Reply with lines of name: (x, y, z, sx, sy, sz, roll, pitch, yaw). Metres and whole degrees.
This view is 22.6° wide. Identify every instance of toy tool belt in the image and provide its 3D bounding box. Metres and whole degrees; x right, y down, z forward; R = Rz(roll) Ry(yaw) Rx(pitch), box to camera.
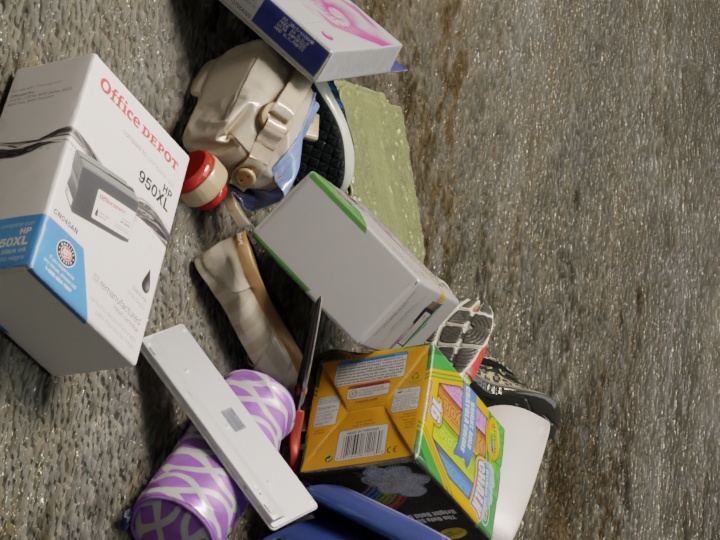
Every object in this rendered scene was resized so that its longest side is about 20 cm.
toy tool belt: (-0.093, -0.105, 1.604, 0.123, 0.124, 0.201, 50, 42, -32)

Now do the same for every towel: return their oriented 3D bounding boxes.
towel: (0.009, -0.099, 1.863, 0.148, 0.036, 0.201, 9, 67, -57)

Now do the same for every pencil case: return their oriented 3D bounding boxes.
pencil case: (-0.122, 0.169, 1.522, 0.200, 0.083, 0.086, -55, 162, -50)

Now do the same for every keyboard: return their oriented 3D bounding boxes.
keyboard: (-0.112, 0.127, 1.498, 0.056, 0.011, 0.200, -16, 63, -51)

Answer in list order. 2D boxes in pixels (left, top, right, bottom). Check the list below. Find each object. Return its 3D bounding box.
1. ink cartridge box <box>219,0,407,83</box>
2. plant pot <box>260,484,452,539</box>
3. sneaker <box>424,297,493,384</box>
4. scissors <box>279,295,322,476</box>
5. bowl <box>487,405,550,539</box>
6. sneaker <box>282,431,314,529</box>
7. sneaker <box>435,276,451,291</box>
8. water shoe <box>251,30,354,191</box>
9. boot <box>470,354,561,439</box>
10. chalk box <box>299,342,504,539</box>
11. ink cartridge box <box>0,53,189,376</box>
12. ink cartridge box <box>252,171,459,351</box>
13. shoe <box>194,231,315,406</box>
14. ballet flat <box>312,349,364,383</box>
ink cartridge box: (-0.058, -0.253, 1.666, 0.196, 0.043, 0.200, 42, 25, 14)
plant pot: (0.002, 0.310, 1.534, 0.180, 0.199, 0.200, -48, 131, -23)
sneaker: (0.080, 0.116, 1.819, 0.085, 0.077, 0.201, 81, 28, -53)
scissors: (-0.053, 0.120, 1.597, 0.073, 0.014, 0.201, -110, -147, -48)
bowl: (0.092, 0.231, 1.818, 0.074, 0.200, 0.200, 36, 43, -9)
sneaker: (-0.046, 0.198, 1.683, 0.088, 0.075, 0.200, 52, 35, -18)
sneaker: (0.068, 0.042, 1.910, 0.200, 0.081, 0.076, 22, 62, -60)
water shoe: (-0.043, -0.173, 1.766, 0.079, 0.071, 0.201, -46, 124, -58)
boot: (0.103, 0.125, 1.952, 0.154, 0.202, 0.074, -138, -114, -74)
chalk box: (0.051, 0.176, 1.648, 0.200, 0.124, 0.125, 51, 39, -43)
ink cartridge box: (-0.220, -0.043, 1.388, 0.145, 0.084, 0.201, 50, 41, -46)
ink cartridge box: (0.000, 0.000, 1.668, 0.145, 0.084, 0.200, 46, 5, 14)
shoe: (-0.093, 0.051, 1.646, 0.070, 0.053, 0.201, -115, -179, -55)
ballet flat: (0.002, 0.126, 1.789, 0.201, 0.068, 0.068, 68, 25, -44)
